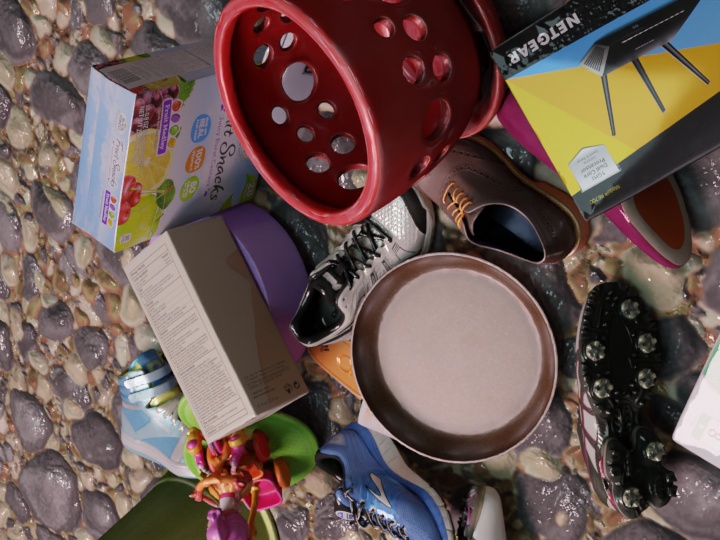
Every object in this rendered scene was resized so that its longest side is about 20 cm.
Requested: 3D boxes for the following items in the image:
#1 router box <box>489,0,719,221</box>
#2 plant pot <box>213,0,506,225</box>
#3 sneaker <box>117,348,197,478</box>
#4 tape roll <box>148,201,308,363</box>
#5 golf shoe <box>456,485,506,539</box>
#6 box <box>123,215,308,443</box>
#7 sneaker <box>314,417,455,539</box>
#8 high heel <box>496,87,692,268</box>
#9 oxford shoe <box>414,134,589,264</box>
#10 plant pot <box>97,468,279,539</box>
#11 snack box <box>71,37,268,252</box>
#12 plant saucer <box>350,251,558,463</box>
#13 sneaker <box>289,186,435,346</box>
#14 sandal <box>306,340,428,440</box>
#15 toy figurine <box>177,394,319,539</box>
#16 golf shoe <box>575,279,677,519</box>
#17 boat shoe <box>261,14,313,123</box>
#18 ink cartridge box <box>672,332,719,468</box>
[{"bbox_3d":[0.219,-0.151,0.855,0.200,0.051,0.149,-31,88,20],"label":"router box"},{"bbox_3d":[0.009,-0.163,0.945,0.200,0.182,0.201,39,147,31],"label":"plant pot"},{"bbox_3d":[-0.214,0.162,1.355,0.199,0.079,0.131,9,115,35],"label":"sneaker"},{"bbox_3d":[-0.144,0.028,1.238,0.200,0.066,0.201,15,113,40],"label":"tape roll"},{"bbox_3d":[0.138,0.305,1.152,0.092,0.073,0.201,-1,105,6],"label":"golf shoe"},{"bbox_3d":[-0.145,0.057,1.149,0.095,0.078,0.200,-32,82,44],"label":"box"},{"bbox_3d":[0.022,0.238,1.157,0.200,0.089,0.079,45,150,39],"label":"sneaker"},{"bbox_3d":[0.192,-0.079,0.956,0.200,0.067,0.096,59,151,4],"label":"high heel"},{"bbox_3d":[0.100,-0.068,1.012,0.200,0.073,0.072,29,125,26],"label":"oxford shoe"},{"bbox_3d":[-0.231,0.345,1.370,0.200,0.190,0.201,17,119,33],"label":"plant pot"},{"bbox_3d":[-0.173,-0.128,1.119,0.068,0.200,0.169,32,126,24],"label":"snack box"},{"bbox_3d":[0.088,0.079,1.082,0.199,0.032,0.201,5,103,22],"label":"plant saucer"},{"bbox_3d":[0.000,0.000,1.106,0.076,0.088,0.200,41,121,21],"label":"sneaker"},{"bbox_3d":[0.010,0.123,1.172,0.206,0.059,0.079,30,125,26],"label":"sandal"},{"bbox_3d":[-0.123,0.245,1.195,0.150,0.184,0.200,-17,133,12],"label":"toy figurine"},{"bbox_3d":[0.210,0.110,0.997,0.088,0.077,0.201,170,94,-71],"label":"golf shoe"},{"bbox_3d":[-0.045,-0.231,1.062,0.200,0.073,0.065,-56,46,25],"label":"boat shoe"},{"bbox_3d":[0.362,0.116,0.899,0.200,0.050,0.161,33,126,27],"label":"ink cartridge box"}]
